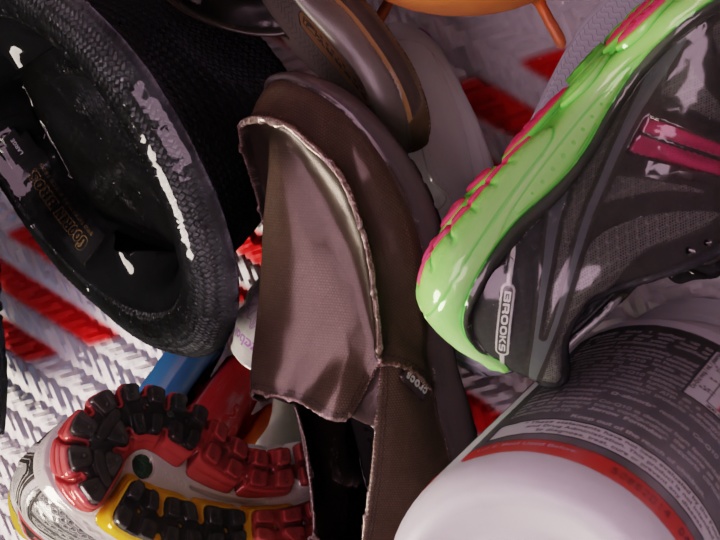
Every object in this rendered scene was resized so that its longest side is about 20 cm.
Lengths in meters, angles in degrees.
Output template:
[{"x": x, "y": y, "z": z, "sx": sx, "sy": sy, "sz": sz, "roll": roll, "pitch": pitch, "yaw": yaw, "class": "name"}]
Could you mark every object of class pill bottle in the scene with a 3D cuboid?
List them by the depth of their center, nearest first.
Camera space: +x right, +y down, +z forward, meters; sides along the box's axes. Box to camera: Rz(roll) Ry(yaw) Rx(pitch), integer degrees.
[{"x": 0.100, "y": 0.086, "z": 0.743, "sx": 0.115, "sy": 0.200, "sz": 0.117, "roll": 10, "pitch": 113, "yaw": 25, "class": "pill bottle"}]

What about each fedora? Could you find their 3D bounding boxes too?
[{"x": -0.086, "y": -0.063, "z": 0.832, "sx": 0.200, "sy": 0.091, "sz": 0.201, "roll": 41, "pitch": 150, "yaw": 30, "class": "fedora"}]

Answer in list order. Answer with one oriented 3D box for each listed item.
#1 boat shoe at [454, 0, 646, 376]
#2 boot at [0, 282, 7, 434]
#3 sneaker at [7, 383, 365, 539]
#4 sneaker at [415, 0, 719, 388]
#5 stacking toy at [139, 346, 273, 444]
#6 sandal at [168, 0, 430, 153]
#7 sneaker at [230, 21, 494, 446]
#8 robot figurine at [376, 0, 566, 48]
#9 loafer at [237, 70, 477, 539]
[{"x": 0.100, "y": -0.045, "z": 0.774, "sx": 0.072, "sy": 0.071, "sz": 0.200, "roll": 45, "pitch": 104, "yaw": 21, "class": "boat shoe"}, {"x": -0.267, "y": 0.016, "z": 0.924, "sx": 0.198, "sy": 0.066, "sz": 0.166, "roll": 0, "pitch": 129, "yaw": -5, "class": "boot"}, {"x": -0.051, "y": 0.102, "z": 0.810, "sx": 0.199, "sy": 0.078, "sz": 0.082, "roll": 28, "pitch": 145, "yaw": -31, "class": "sneaker"}, {"x": 0.107, "y": -0.041, "z": 0.702, "sx": 0.084, "sy": 0.077, "sz": 0.200, "roll": 43, "pitch": 98, "yaw": -6, "class": "sneaker"}, {"x": -0.025, "y": 0.122, "z": 0.896, "sx": 0.199, "sy": 0.110, "sz": 0.116, "roll": 33, "pitch": 137, "yaw": 1, "class": "stacking toy"}, {"x": -0.049, "y": -0.114, "z": 0.769, "sx": 0.054, "sy": 0.082, "sz": 0.200, "roll": -37, "pitch": 80, "yaw": -7, "class": "sandal"}, {"x": 0.000, "y": 0.000, "z": 0.821, "sx": 0.075, "sy": 0.099, "sz": 0.202, "roll": 35, "pitch": 127, "yaw": 50, "class": "sneaker"}, {"x": 0.035, "y": -0.181, "z": 0.728, "sx": 0.117, "sy": 0.143, "sz": 0.202, "roll": -144, "pitch": 48, "yaw": -60, "class": "robot figurine"}, {"x": -0.006, "y": 0.026, "z": 0.748, "sx": 0.073, "sy": 0.071, "sz": 0.201, "roll": 5, "pitch": 117, "yaw": 54, "class": "loafer"}]
